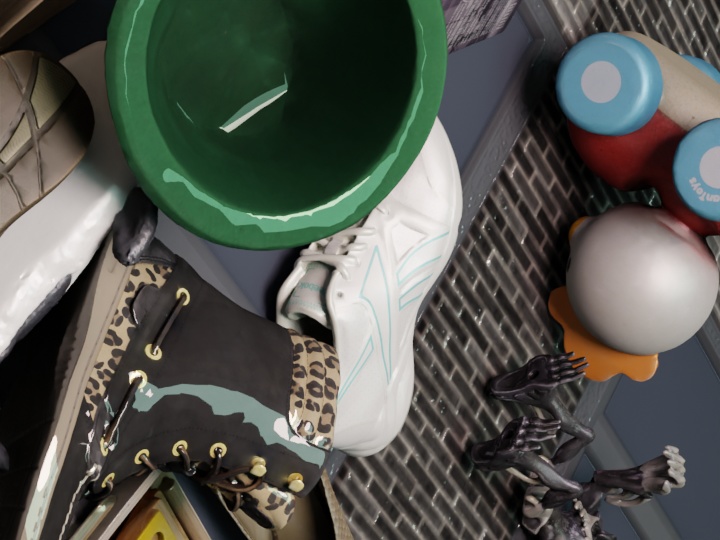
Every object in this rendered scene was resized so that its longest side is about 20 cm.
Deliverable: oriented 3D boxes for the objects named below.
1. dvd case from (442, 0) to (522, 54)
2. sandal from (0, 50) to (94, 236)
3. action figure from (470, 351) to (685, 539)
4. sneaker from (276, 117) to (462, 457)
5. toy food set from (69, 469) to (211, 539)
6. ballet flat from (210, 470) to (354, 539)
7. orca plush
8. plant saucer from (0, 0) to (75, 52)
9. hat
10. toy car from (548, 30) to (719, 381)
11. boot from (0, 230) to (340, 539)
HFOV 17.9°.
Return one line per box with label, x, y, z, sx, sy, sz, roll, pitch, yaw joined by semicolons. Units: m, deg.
dvd case;0.047;-0.164;1.236;0.200;0.016;0.149;-27;155;-46
sandal;-0.200;-0.026;0.979;0.200;0.055;0.082;-43;103;-30
action figure;0.143;0.152;1.435;0.200;0.102;0.119;62;39;-37
sneaker;0.000;0.000;1.240;0.080;0.070;0.201;14;87;-50
toy food set;-0.095;0.196;1.162;0.144;0.060;0.200;-53;135;-32
ballet flat;-0.042;0.126;1.213;0.067;0.046;0.200;-24;128;-3
orca plush;-0.145;-0.005;1.047;0.071;0.105;0.201;89;10;-75
plant saucer;-0.098;-0.158;0.995;0.030;0.200;0.200;53;50;-8
hat;-0.067;-0.108;1.078;0.165;0.176;0.201;-32;121;-15
toy car;0.174;-0.027;1.428;0.200;0.177;0.184;-56;160;14
boot;-0.095;0.087;1.085;0.150;0.073;0.201;28;62;-28
